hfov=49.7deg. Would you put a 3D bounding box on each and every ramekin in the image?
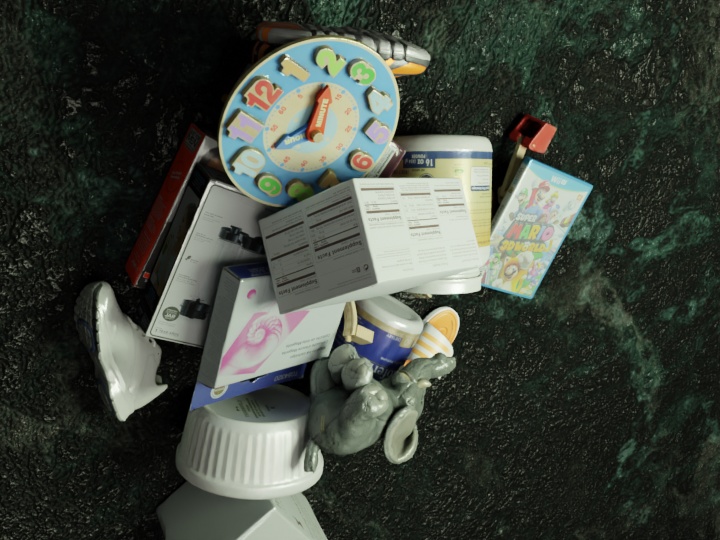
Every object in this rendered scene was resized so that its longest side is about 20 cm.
[{"bbox_3d":[-0.145,0.220,1.050,0.200,0.202,0.095,2,102,-29],"label":"ramekin"}]

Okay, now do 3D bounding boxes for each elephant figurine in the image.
[{"bbox_3d":[0.032,0.184,1.034,0.155,0.143,0.199,-35,142,29],"label":"elephant figurine"}]

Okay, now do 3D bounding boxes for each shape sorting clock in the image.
[{"bbox_3d":[-0.049,-0.145,0.797,0.198,0.039,0.201,-14,134,-15],"label":"shape sorting clock"}]

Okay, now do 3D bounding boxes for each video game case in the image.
[{"bbox_3d":[0.253,-0.059,1.171,0.142,0.018,0.202,14,109,-34],"label":"video game case"}]

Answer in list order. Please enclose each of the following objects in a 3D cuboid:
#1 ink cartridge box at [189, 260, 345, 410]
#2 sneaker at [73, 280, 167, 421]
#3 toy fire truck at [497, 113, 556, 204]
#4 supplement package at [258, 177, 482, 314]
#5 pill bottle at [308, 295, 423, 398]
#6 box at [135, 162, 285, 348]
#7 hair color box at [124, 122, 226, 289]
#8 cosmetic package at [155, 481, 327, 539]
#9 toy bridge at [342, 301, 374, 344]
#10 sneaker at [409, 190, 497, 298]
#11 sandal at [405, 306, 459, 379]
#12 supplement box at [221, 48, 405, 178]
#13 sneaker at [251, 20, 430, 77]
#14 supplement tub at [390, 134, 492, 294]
[{"bbox_3d":[-0.104,0.079,0.962,0.195,0.043,0.202,-11,125,-47],"label":"ink cartridge box"},{"bbox_3d":[-0.301,0.093,0.982,0.087,0.074,0.202,-26,131,-29],"label":"sneaker"},{"bbox_3d":[0.253,-0.119,1.180,0.140,0.049,0.201,19,105,-39],"label":"toy fire truck"},{"bbox_3d":[0.014,-0.030,0.890,0.199,0.155,0.112,-7,81,-49],"label":"supplement package"},{"bbox_3d":[0.000,0.136,1.133,0.115,0.116,0.202,18,105,-34],"label":"pill bottle"},{"bbox_3d":[-0.173,-0.011,0.920,0.116,0.060,0.202,16,106,-34],"label":"box"},{"bbox_3d":[-0.199,-0.065,0.954,0.101,0.061,0.201,20,102,-35],"label":"hair color box"},{"bbox_3d":[-0.161,0.395,1.139,0.166,0.167,0.200,-40,127,-4],"label":"cosmetic package"},{"bbox_3d":[0.000,0.000,1.048,0.067,0.027,0.202,27,63,-36],"label":"toy bridge"},{"bbox_3d":[0.143,-0.035,1.150,0.200,0.075,0.070,-48,127,-1],"label":"sneaker"},{"bbox_3d":[0.097,0.155,1.230,0.079,0.059,0.207,34,94,-37],"label":"sandal"},{"bbox_3d":[-0.055,-0.177,0.947,0.199,0.110,0.086,33,94,-37],"label":"supplement box"},{"bbox_3d":[-0.024,-0.204,0.847,0.198,0.078,0.113,0,116,-19],"label":"sneaker"},{"bbox_3d":[0.102,-0.076,1.036,0.143,0.144,0.203,-3,97,-28],"label":"supplement tub"}]
